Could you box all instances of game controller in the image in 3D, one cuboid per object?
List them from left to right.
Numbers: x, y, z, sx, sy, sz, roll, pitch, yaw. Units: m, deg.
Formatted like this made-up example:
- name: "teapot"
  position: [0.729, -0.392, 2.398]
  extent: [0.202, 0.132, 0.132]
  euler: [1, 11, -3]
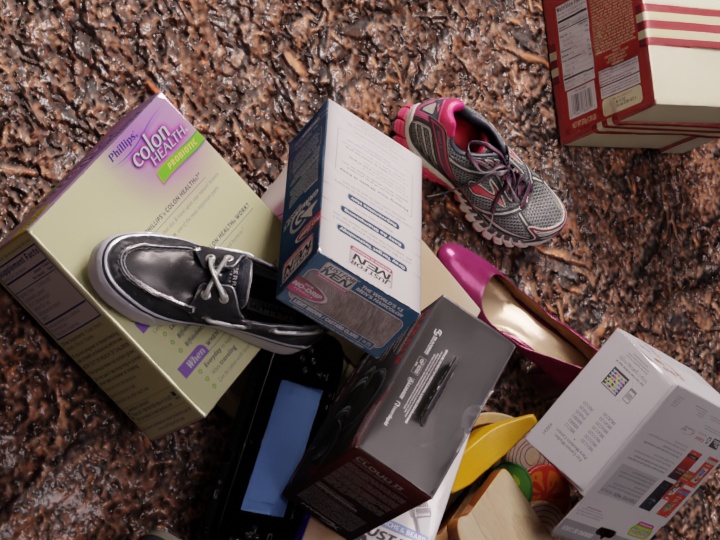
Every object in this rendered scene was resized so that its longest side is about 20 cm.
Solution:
- name: "game controller"
  position: [-0.070, 0.143, 1.710]
  extent: [0.104, 0.042, 0.201]
  euler: [20, 88, -47]

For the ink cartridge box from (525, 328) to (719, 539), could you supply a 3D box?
- name: "ink cartridge box"
  position: [0.241, 0.162, 1.909]
  extent: [0.176, 0.084, 0.200]
  euler: [-50, 148, 8]

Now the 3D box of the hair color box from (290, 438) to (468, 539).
- name: "hair color box"
  position: [0.011, 0.200, 1.768]
  extent: [0.109, 0.065, 0.201]
  euler: [23, 62, -6]

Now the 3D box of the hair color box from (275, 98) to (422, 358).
- name: "hair color box"
  position: [-0.007, -0.035, 1.638]
  extent: [0.100, 0.061, 0.201]
  euler: [31, 33, -21]

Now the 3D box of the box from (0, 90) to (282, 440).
- name: "box"
  position: [-0.161, -0.002, 1.658]
  extent: [0.200, 0.097, 0.176]
  euler: [47, 56, -12]

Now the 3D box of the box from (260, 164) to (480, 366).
- name: "box"
  position: [0.000, 0.000, 1.782]
  extent: [0.200, 0.078, 0.095]
  euler: [48, 55, -20]

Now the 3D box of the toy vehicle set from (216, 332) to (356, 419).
- name: "toy vehicle set"
  position: [-0.055, 0.049, 1.795]
  extent: [0.124, 0.026, 0.201]
  euler: [43, 56, -23]

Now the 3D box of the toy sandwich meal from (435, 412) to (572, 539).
- name: "toy sandwich meal"
  position: [0.132, 0.221, 1.879]
  extent: [0.204, 0.070, 0.207]
  euler: [10, 74, -37]

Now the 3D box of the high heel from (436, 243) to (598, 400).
- name: "high heel"
  position: [0.156, 0.041, 1.923]
  extent: [0.200, 0.096, 0.068]
  euler: [44, 56, -23]

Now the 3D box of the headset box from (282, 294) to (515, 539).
- name: "headset box"
  position: [0.032, 0.117, 1.658]
  extent: [0.077, 0.200, 0.149]
  euler: [34, 65, -7]

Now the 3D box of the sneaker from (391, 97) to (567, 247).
- name: "sneaker"
  position: [0.119, -0.088, 1.938]
  extent: [0.200, 0.074, 0.081]
  euler: [33, 61, -30]

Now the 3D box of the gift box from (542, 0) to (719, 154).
- name: "gift box"
  position: [0.301, -0.198, 2.051]
  extent: [0.186, 0.184, 0.202]
  euler: [-2, 84, -30]

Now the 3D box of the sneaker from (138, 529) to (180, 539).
- name: "sneaker"
  position: [-0.157, 0.308, 1.620]
  extent: [0.106, 0.075, 0.201]
  euler: [-18, 92, -42]

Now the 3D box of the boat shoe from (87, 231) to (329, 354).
- name: "boat shoe"
  position: [-0.106, 0.014, 1.587]
  extent: [0.199, 0.068, 0.072]
  euler: [21, 64, -27]
